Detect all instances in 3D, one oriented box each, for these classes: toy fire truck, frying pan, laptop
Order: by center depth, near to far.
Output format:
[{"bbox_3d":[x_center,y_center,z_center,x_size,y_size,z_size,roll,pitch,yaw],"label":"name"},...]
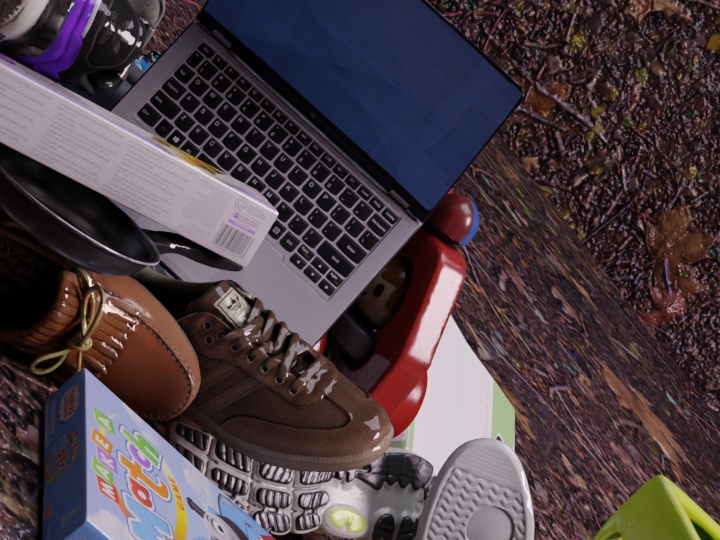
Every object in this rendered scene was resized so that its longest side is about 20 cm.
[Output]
[{"bbox_3d":[-0.147,-0.031,1.235,0.115,0.031,0.190,40,9,17],"label":"frying pan"},{"bbox_3d":[-0.044,-0.080,1.290,0.187,0.200,0.116,42,-10,3],"label":"laptop"},{"bbox_3d":[0.000,0.000,1.407,0.112,0.168,0.200,26,17,-33],"label":"toy fire truck"}]

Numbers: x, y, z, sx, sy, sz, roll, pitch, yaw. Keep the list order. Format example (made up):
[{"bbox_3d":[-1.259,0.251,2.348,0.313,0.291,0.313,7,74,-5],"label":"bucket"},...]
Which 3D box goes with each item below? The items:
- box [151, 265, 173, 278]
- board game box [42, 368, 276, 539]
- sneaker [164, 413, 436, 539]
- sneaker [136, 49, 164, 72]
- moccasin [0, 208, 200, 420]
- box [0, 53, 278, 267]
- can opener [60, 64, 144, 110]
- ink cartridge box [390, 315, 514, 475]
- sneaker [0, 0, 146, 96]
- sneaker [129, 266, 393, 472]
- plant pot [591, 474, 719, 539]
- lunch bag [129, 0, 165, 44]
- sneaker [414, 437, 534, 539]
[{"bbox_3d":[-0.187,-0.042,1.411,0.200,0.041,0.156,32,22,-53],"label":"box"},{"bbox_3d":[-0.089,0.160,1.182,0.200,0.037,0.152,44,14,-24],"label":"board game box"},{"bbox_3d":[-0.046,0.130,1.368,0.199,0.078,0.085,23,-16,-34],"label":"sneaker"},{"bbox_3d":[-0.167,-0.145,1.661,0.200,0.090,0.078,44,13,-12],"label":"sneaker"},{"bbox_3d":[-0.171,0.016,1.220,0.201,0.074,0.078,45,16,-20],"label":"moccasin"},{"bbox_3d":[-0.136,-0.063,1.234,0.199,0.042,0.039,27,9,-31],"label":"box"},{"bbox_3d":[-0.157,-0.136,1.412,0.200,0.067,0.053,43,26,15],"label":"can opener"},{"bbox_3d":[0.054,0.111,1.540,0.200,0.048,0.146,57,31,-50],"label":"ink cartridge box"},{"bbox_3d":[-0.178,-0.134,1.262,0.099,0.070,0.200,26,-5,-24],"label":"sneaker"},{"bbox_3d":[-0.072,0.050,1.278,0.199,0.076,0.070,21,40,19],"label":"sneaker"},{"bbox_3d":[0.221,0.299,1.534,0.200,0.181,0.199,42,14,-33],"label":"plant pot"},{"bbox_3d":[-0.234,-0.246,1.568,0.167,0.139,0.200,26,25,-44],"label":"lunch bag"},{"bbox_3d":[0.068,0.186,1.408,0.118,0.073,0.202,-89,180,-73],"label":"sneaker"}]
